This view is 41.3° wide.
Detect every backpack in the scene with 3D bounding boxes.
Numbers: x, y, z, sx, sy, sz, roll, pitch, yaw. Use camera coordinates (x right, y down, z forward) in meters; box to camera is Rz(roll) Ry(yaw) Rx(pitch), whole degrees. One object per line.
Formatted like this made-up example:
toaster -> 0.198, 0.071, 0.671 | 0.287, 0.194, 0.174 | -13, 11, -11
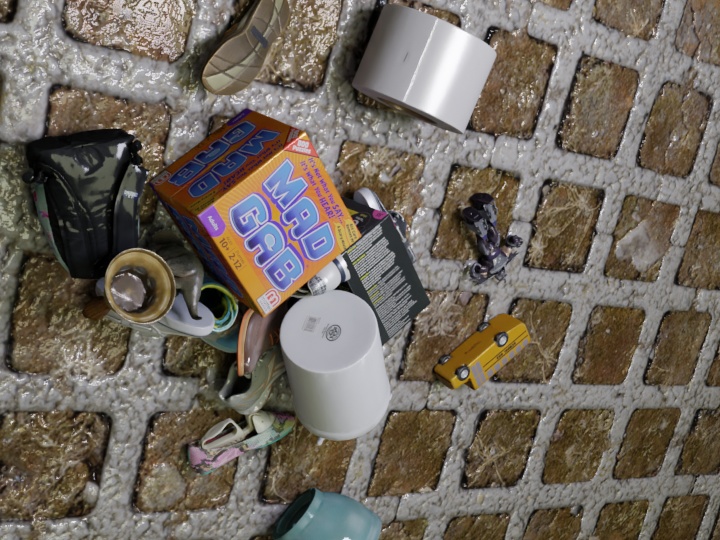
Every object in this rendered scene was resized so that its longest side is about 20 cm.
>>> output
backpack -> -0.381, -0.093, 1.352 | 0.165, 0.127, 0.202 | -10, 116, -16

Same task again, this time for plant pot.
plant pot -> -0.076, 0.486, 1.755 | 0.134, 0.200, 0.200 | 44, 80, -9

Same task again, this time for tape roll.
tape roll -> 0.102, -0.322, 1.541 | 0.202, 0.202, 0.140 | 19, 98, -37

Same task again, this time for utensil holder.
utensil holder -> -0.040, 0.154, 1.555 | 0.169, 0.170, 0.201 | -33, 146, -19

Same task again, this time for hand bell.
hand bell -> -0.354, 0.041, 1.367 | 0.103, 0.199, 0.105 | 10, 72, -35

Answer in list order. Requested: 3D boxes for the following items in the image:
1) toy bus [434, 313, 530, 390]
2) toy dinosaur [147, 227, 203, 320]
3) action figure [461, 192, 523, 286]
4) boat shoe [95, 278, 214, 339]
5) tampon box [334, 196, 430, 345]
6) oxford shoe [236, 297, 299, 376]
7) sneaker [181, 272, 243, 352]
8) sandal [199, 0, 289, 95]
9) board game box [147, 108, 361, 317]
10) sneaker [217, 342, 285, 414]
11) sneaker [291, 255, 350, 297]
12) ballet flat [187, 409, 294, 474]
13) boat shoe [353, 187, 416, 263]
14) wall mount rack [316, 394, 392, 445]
toy bus -> 0.244, 0.168, 1.910 | 0.200, 0.065, 0.079 | -38, 126, -17
toy dinosaur -> -0.277, -0.002, 1.406 | 0.102, 0.200, 0.077 | -39, 133, -15
action figure -> 0.248, -0.046, 1.830 | 0.130, 0.069, 0.201 | -44, 131, -23
boat shoe -> -0.309, 0.068, 1.440 | 0.074, 0.199, 0.066 | -40, 146, -55
tampon box -> 0.000, 0.000, 1.623 | 0.126, 0.149, 0.201 | -40, 125, -20
oxford shoe -> -0.149, 0.092, 1.541 | 0.072, 0.072, 0.201 | 96, 9, -45
sneaker -> -0.223, 0.080, 1.521 | 0.080, 0.130, 0.200 | -46, 127, -11
sandal -> -0.178, -0.344, 1.443 | 0.080, 0.054, 0.201 | 49, 64, -42
board game box -> -0.161, -0.093, 1.453 | 0.200, 0.199, 0.201 | -40, 124, -15
sneaker -> -0.166, 0.151, 1.604 | 0.201, 0.075, 0.092 | -61, 154, -1
sneaker -> -0.105, 0.003, 1.528 | 0.080, 0.199, 0.077 | -41, 114, -29
ballet flat -> -0.207, 0.281, 1.652 | 0.199, 0.069, 0.072 | -24, 118, -20
boat shoe -> 0.049, -0.075, 1.681 | 0.068, 0.072, 0.201 | -37, 127, -14
wall mount rack -> -0.035, 0.214, 1.734 | 0.173, 0.074, 0.201 | -27, 120, -21
